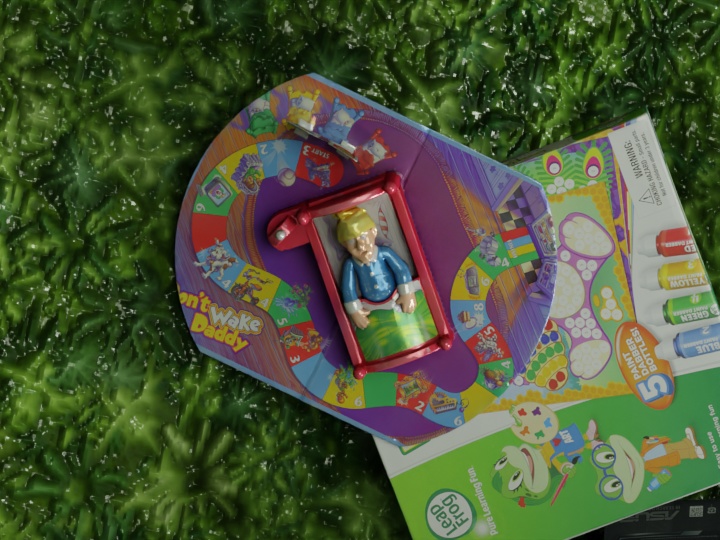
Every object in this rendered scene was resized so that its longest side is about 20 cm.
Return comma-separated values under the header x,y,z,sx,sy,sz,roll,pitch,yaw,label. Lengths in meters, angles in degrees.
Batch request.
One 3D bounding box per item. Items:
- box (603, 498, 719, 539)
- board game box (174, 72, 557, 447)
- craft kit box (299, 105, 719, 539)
x,y,z,sx,sy,sz,roll,pitch,yaw,label
0.224,0.190,1.381,0.198,0.158,0.051,-4,129,12,box
0.000,0.000,1.339,0.199,0.039,0.159,26,100,0,board game box
0.093,0.041,1.383,0.196,0.049,0.201,-21,97,9,craft kit box
